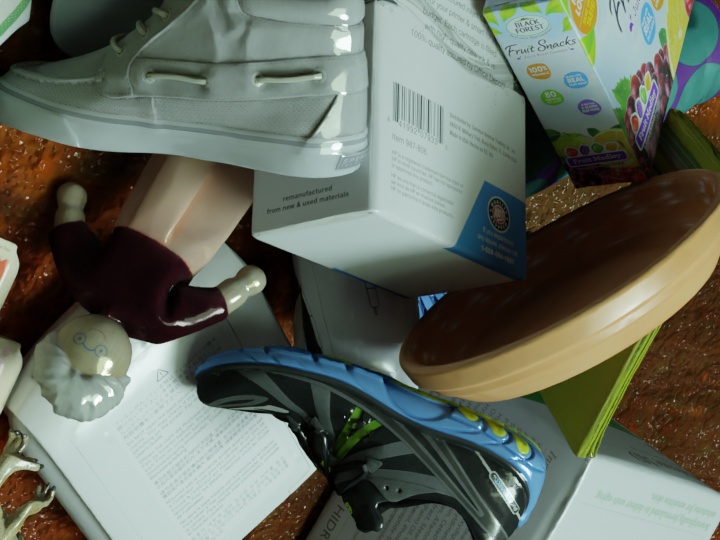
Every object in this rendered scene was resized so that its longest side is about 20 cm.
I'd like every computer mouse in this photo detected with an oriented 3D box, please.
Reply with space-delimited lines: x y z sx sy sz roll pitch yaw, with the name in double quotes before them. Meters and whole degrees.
"computer mouse" 0.000 0.000 1.047 0.109 0.044 0.201 -7 84 -23

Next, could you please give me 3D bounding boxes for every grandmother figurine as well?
"grandmother figurine" -0.112 -0.011 0.968 0.201 0.121 0.061 -62 162 -19

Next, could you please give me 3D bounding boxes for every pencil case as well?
"pencil case" 0.142 -0.117 1.162 0.199 0.093 0.085 -27 177 -30

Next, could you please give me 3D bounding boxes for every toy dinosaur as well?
"toy dinosaur" -0.209 0.132 0.935 0.200 0.058 0.102 17 97 -63

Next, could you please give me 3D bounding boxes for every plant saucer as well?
"plant saucer" 0.114 0.012 0.983 0.200 0.200 0.038 -36 103 -20

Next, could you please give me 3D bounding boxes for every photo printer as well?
"photo printer" -0.111 0.081 1.064 0.166 0.069 0.200 -42 138 -15

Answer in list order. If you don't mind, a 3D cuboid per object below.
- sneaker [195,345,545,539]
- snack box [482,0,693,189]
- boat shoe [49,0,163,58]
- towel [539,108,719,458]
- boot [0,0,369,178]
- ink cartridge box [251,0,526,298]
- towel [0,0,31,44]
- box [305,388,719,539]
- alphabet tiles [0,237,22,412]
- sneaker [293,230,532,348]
"sneaker" -0.002 0.094 0.980 0.071 0.199 0.083 32 80 -80
"snack box" 0.140 -0.169 1.059 0.142 0.053 0.201 55 41 -38
"boat shoe" -0.091 -0.187 0.895 0.073 0.068 0.200 18 130 -23
"towel" 0.160 0.009 1.078 0.018 0.086 0.201 12 118 -23
"boot" -0.088 -0.107 0.886 0.074 0.199 0.096 -42 138 -66
"ink cartridge box" 0.020 -0.101 0.981 0.144 0.084 0.201 22 64 -50
"towel" -0.244 -0.141 0.815 0.153 0.023 0.200 -47 136 -12
"box" 0.103 0.184 1.264 0.199 0.171 0.201 22 101 -49
"alphabet tiles" -0.242 0.063 0.899 0.196 0.015 0.200 -65 153 -2
"sneaker" 0.054 0.021 1.119 0.200 0.111 0.077 -11 97 -53
